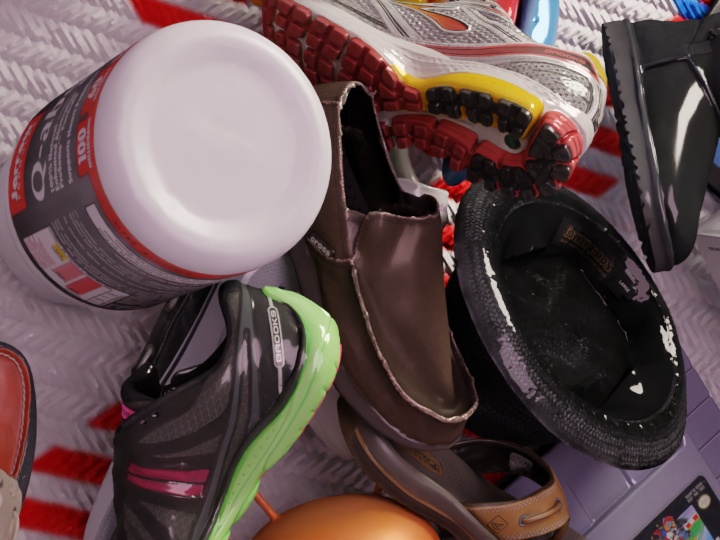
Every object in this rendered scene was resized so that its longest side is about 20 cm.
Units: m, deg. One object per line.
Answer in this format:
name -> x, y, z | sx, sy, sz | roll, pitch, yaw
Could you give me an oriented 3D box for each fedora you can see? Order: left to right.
fedora -> 0.093, 0.041, 1.108 | 0.200, 0.091, 0.202 | 34, 38, -32

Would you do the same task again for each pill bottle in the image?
pill bottle -> -0.105, -0.042, 0.974 | 0.115, 0.200, 0.117 | 5, 79, -27

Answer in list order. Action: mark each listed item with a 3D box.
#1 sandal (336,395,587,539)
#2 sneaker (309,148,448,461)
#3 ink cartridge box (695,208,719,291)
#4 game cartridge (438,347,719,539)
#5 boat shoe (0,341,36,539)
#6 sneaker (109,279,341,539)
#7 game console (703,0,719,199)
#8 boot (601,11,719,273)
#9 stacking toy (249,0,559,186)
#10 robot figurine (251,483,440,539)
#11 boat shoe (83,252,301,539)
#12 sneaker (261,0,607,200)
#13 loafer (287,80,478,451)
sandal -> 0.070, 0.114, 1.061 | 0.200, 0.082, 0.055 | 40, 106, -24
sneaker -> 0.000, 0.000, 1.077 | 0.075, 0.099, 0.202 | 5, 78, -59
ink cartridge box -> 0.315, 0.023, 1.226 | 0.144, 0.084, 0.201 | -35, 108, -17
game cartridge -> 0.150, 0.148, 1.175 | 0.200, 0.038, 0.130 | -38, 95, -28
boat shoe -> -0.200, 0.125, 0.973 | 0.071, 0.062, 0.201 | 25, 69, -20
sneaker -> -0.089, 0.091, 0.970 | 0.083, 0.077, 0.201 | 33, 93, -7
game console -> 0.311, -0.108, 1.262 | 0.200, 0.176, 0.117 | 40, 37, -17
boot -> 0.252, -0.091, 1.181 | 0.198, 0.066, 0.166 | -8, 68, 3
stacking toy -> 0.000, -0.140, 1.115 | 0.199, 0.110, 0.117 | 22, 56, -12
robot figurine -> 0.001, 0.203, 1.038 | 0.116, 0.143, 0.202 | -4, 81, -68
boat shoe -> -0.088, 0.073, 1.041 | 0.072, 0.071, 0.201 | 30, 88, -34
sneaker -> 0.035, -0.103, 1.039 | 0.199, 0.078, 0.082 | 25, 50, 21
loafer -> 0.008, -0.005, 1.000 | 0.073, 0.071, 0.201 | -28, 92, -54
